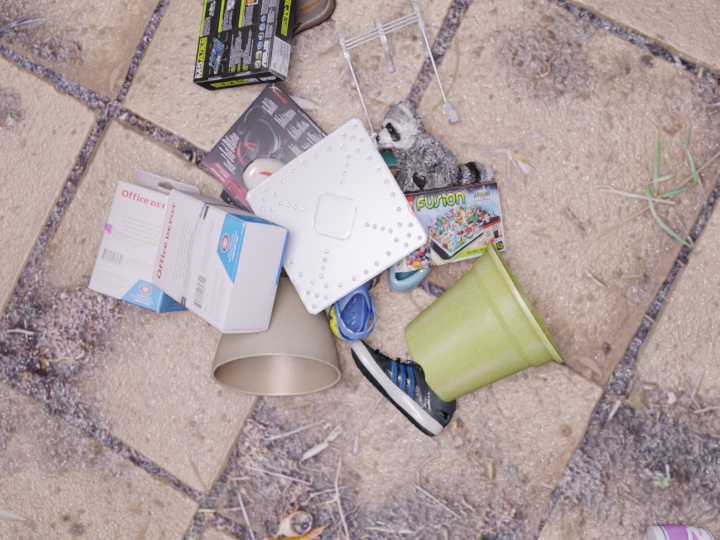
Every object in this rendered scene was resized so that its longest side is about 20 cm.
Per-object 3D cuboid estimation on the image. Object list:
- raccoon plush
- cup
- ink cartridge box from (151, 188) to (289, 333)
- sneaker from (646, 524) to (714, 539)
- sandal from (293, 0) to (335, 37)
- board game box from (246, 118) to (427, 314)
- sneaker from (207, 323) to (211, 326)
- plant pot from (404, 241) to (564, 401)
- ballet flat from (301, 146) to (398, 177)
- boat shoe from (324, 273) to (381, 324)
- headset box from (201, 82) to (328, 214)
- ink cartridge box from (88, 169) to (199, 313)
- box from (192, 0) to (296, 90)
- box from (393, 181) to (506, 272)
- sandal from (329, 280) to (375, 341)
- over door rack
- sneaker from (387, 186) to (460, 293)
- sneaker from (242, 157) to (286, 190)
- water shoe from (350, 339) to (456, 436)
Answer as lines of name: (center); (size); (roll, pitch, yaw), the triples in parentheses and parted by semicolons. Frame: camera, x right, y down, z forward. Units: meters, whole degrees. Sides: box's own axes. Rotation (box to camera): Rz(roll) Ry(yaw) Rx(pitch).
raccoon plush: (0.112, -0.198, 0.940); (0.196, 0.096, 0.138); (-12, 99, -36)
cup: (-0.129, 0.098, 0.939); (0.195, 0.201, 0.147); (-6, 62, 6)
ink cartridge box: (-0.204, -0.018, 0.853); (0.198, 0.085, 0.150); (24, 103, 42)
sneaker: (0.499, 0.487, 0.891); (0.111, 0.073, 0.206); (-2, 87, 4)
sandal: (-0.132, -0.419, 1.012); (0.196, 0.055, 0.083); (-26, 84, 10)
board game box: (-0.035, -0.075, 0.853); (0.197, 0.026, 0.203); (-32, 83, 8)
sneaker: (-0.218, -0.007, 0.996); (0.099, 0.069, 0.203); (44, 118, 33)
plant pot: (0.171, 0.093, 0.899); (0.182, 0.200, 0.203); (-33, 84, 15)
ballet flat: (-0.013, -0.158, 0.956); (0.069, 0.196, 0.064); (47, 129, 45)
boat shoe: (0.000, 0.000, 0.970); (0.072, 0.075, 0.204); (23, 96, 1)
headset box: (-0.154, -0.182, 0.996); (0.148, 0.075, 0.201); (43, 93, 6)
ink cartridge box: (-0.333, -0.049, 0.986); (0.126, 0.125, 0.205); (17, 90, 7)
box: (-0.188, -0.408, 0.984); (0.190, 0.047, 0.206); (5, 87, 39)
box: (0.132, -0.068, 0.916); (0.196, 0.034, 0.113); (-12, 95, -29)
sandal: (-0.010, 0.020, 0.898); (0.077, 0.087, 0.205); (-10, 107, -12)
over door rack: (0.058, -0.311, 0.983); (0.144, 0.067, 0.205); (-20, 91, 5)
sneaker: (0.114, -0.047, 0.954); (0.073, 0.082, 0.202); (33, 91, 6)
sneaker: (-0.092, -0.095, 0.921); (0.071, 0.094, 0.199); (-47, 123, 3)
water shoe: (0.068, 0.173, 0.966); (0.200, 0.072, 0.079); (45, 74, 0)
